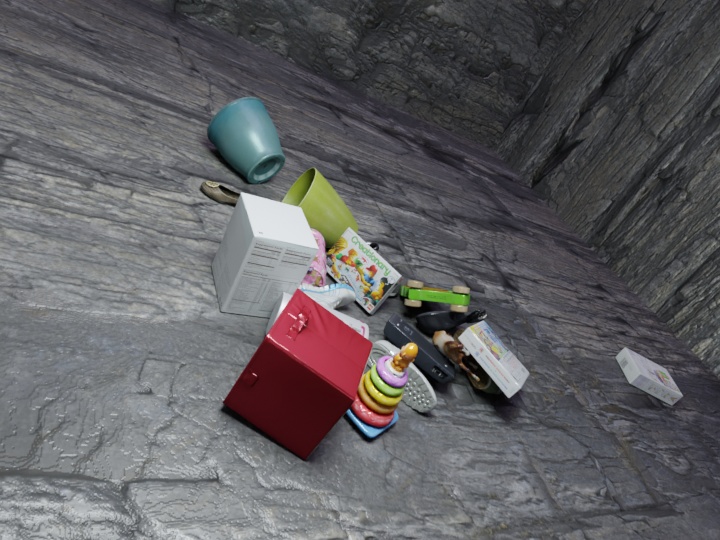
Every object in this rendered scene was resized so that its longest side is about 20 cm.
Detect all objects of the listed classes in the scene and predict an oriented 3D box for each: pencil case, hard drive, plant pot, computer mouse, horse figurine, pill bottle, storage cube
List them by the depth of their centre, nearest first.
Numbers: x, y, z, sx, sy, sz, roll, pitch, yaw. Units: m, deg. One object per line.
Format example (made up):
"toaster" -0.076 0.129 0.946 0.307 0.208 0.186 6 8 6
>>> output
"storage cube" -0.104 0.179 0.956 0.178 0.201 0.172 35 27 -5
"pill bottle" -0.090 0.128 1.131 0.197 0.114 0.114 25 29 -13
"hard drive" 0.141 0.188 1.306 0.199 0.043 0.135 40 10 6
"horse figurine" 0.229 0.195 1.342 0.132 0.050 0.200 44 1 -23
"pencil case" -0.130 -0.026 1.369 0.202 0.081 0.088 -95 164 -56
"computer mouse" 0.237 0.142 1.463 0.196 0.138 0.054 2 74 -34
"plant pot" -0.108 -0.147 1.508 0.199 0.187 0.189 36 24 -25
"plant pot" -0.325 -0.373 1.616 0.190 0.200 0.199 56 33 11

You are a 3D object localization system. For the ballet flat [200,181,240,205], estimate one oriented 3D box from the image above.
"ballet flat" -0.335 -0.199 1.466 0.197 0.047 0.068 26 28 -13

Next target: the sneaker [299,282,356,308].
"sneaker" -0.086 0.083 1.268 0.197 0.075 0.088 -1 52 -38

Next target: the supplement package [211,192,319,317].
"supplement package" -0.210 -0.027 1.160 0.148 0.202 0.153 11 35 -33

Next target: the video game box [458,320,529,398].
"video game box" 0.337 0.215 1.353 0.183 0.047 0.199 53 18 15

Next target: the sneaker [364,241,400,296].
"sneaker" 0.042 -0.012 1.480 0.197 0.117 0.076 24 29 -13

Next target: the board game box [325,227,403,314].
"board game box" 0.000 0.000 1.412 0.200 0.127 0.035 42 2 19

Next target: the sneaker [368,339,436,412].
"sneaker" 0.102 0.230 1.217 0.200 0.077 0.080 45 21 20

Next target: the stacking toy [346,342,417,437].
"stacking toy" 0.052 0.213 1.050 0.110 0.202 0.115 44 31 22

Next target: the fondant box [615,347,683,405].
"fondant box" 1.029 0.377 1.931 0.197 0.059 0.145 26 29 -10

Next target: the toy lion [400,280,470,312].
"toy lion" 0.204 0.066 1.487 0.195 0.071 0.191 6 1 15

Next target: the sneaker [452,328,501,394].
"sneaker" 0.309 0.245 1.415 0.089 0.067 0.202 31 22 -31
